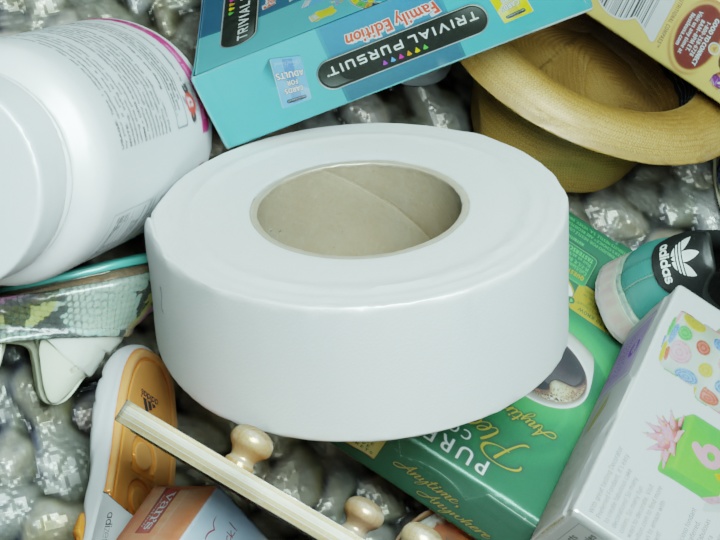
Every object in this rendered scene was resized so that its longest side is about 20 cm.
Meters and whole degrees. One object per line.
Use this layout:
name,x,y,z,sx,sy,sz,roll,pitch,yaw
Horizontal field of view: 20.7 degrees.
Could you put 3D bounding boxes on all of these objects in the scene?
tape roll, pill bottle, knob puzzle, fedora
tape roll,0.000,0.000,0.945,0.200,0.071,0.203,-2,28,1
pill bottle,-0.154,-0.057,0.942,0.113,0.114,0.200,41,18,4
knob puzzle,-0.015,0.110,0.902,0.219,0.220,0.031,30,82,-2
fedora,0.117,-0.100,1.103,0.199,0.082,0.201,19,35,-14

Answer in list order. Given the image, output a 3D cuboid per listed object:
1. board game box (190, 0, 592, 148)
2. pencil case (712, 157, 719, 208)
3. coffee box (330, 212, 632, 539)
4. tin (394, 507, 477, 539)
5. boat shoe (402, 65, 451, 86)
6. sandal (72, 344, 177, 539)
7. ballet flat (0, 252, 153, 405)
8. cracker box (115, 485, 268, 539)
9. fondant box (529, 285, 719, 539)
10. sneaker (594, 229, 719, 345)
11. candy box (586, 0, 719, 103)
board game box,0.014,-0.151,1.035,0.199,0.047,0.151,-20,30,11
pencil case,0.300,-0.060,1.158,0.198,0.078,0.090,2,40,-17
coffee box,0.074,0.043,1.041,0.122,0.044,0.200,32,49,0
tin,0.095,0.198,1.003,0.199,0.042,0.112,32,57,-1
boat shoe,0.018,-0.207,1.144,0.073,0.068,0.201,-3,68,-18
sandal,-0.097,0.127,0.945,0.059,0.079,0.208,-13,62,26
ballet flat,-0.182,0.035,0.982,0.198,0.069,0.072,-7,87,-16
cracker box,-0.055,0.212,0.892,0.200,0.057,0.134,51,58,-24
fondant box,0.201,0.124,0.971,0.199,0.058,0.145,34,58,-4
sneaker,0.223,0.021,1.070,0.199,0.080,0.072,10,63,-38
candy box,0.223,-0.132,1.091,0.199,0.057,0.117,36,35,16
